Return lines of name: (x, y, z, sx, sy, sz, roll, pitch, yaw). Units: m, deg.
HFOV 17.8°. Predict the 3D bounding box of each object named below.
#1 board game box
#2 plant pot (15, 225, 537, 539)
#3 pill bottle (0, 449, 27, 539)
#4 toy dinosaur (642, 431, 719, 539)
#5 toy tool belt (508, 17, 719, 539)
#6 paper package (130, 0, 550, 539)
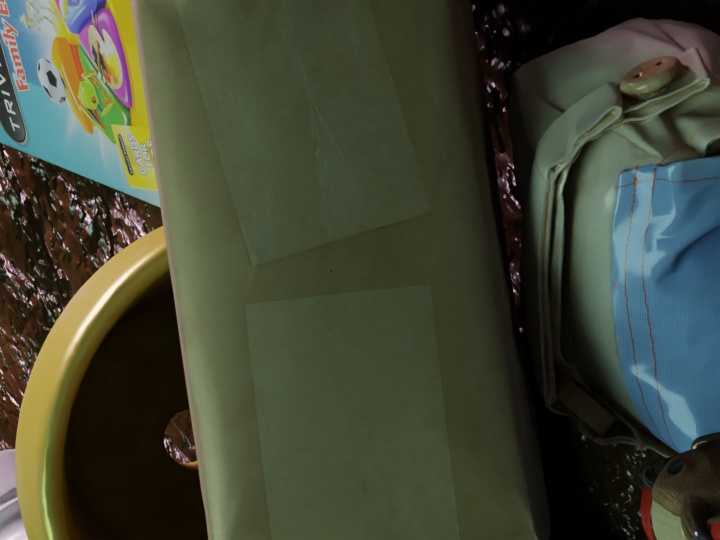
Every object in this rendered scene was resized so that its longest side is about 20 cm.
board game box: (-0.114, -0.113, 1.018, 0.199, 0.047, 0.152, 21, 131, 46)
plant pot: (-0.051, 0.073, 0.955, 0.202, 0.200, 0.189, 65, 164, -8)
pill bottle: (-0.158, 0.198, 1.268, 0.200, 0.114, 0.115, 45, 146, 23)
toy dinosaur: (0.185, 0.044, 0.614, 0.200, 0.135, 0.086, -33, 84, 47)
toy tool belt: (0.121, 0.021, 0.717, 0.123, 0.124, 0.202, 21, 132, 57)
paper package: (0.000, 0.000, 0.766, 0.191, 0.102, 0.202, 34, -133, -83)
